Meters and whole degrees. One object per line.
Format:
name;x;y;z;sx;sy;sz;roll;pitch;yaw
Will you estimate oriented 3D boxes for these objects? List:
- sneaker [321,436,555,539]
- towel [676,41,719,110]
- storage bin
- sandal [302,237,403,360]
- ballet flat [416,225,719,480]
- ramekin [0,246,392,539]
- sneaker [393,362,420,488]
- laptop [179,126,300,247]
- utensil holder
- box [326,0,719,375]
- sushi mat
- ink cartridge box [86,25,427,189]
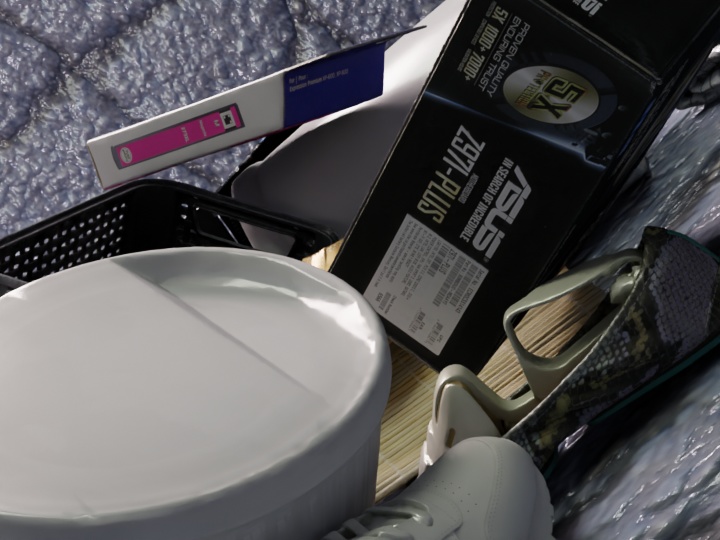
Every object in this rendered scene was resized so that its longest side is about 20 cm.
sneaker;0.001;0.128;0.676;0.076;0.081;0.200;-14;32;51
towel;0.255;-0.197;1.065;0.166;0.086;0.200;-50;10;-29
storage bin;-0.109;0.029;0.979;0.200;0.135;0.094;-33;-44;-63
sandal;0.000;0.000;0.949;0.080;0.054;0.200;-22;24;38
ballet flat;0.073;0.053;0.782;0.200;0.072;0.072;-43;8;14
ramekin;-0.083;0.078;0.754;0.202;0.094;0.202;-6;30;4
sneaker;0.057;0.050;0.959;0.082;0.077;0.200;1;42;42
laptop;-0.072;0.023;1.222;0.103;0.177;0.200;-20;22;36
utensil holder;0.049;-0.057;1.114;0.200;0.170;0.170;-42;8;16
box;0.086;-0.071;0.825;0.164;0.086;0.200;-46;-12;-47
sushi mat;0.033;0.059;0.883;0.200;0.012;0.096;-34;33;-14
ink cartridge box;-0.059;-0.094;1.052;0.200;0.037;0.095;-17;5;41
